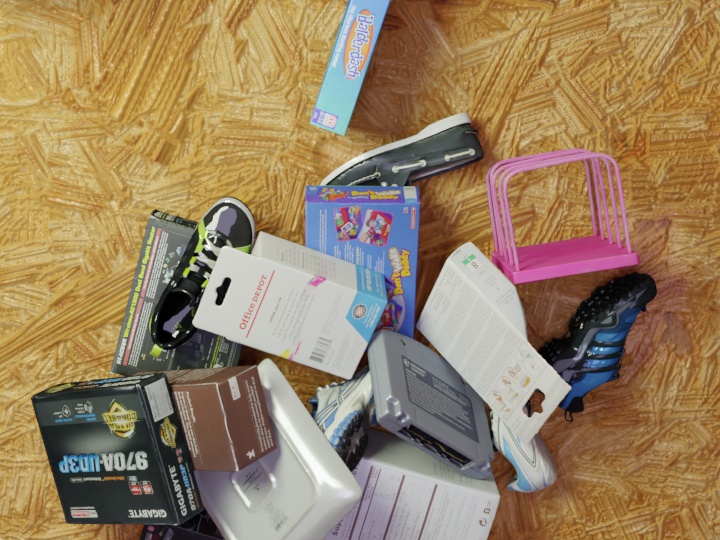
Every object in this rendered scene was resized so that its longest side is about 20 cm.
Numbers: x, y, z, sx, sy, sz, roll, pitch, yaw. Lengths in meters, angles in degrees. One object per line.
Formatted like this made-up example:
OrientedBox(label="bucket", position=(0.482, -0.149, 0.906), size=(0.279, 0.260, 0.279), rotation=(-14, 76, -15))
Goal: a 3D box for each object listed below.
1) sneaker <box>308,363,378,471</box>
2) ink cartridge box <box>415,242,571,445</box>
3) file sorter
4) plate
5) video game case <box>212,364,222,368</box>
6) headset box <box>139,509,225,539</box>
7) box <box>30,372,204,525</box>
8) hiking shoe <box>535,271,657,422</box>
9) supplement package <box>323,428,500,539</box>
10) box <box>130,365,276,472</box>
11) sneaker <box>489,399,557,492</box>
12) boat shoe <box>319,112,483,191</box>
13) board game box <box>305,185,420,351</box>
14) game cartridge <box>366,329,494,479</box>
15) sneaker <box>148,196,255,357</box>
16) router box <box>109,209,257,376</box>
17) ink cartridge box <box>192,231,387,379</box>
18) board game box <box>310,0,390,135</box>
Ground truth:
OrientedBox(label="sneaker", position=(-0.017, 0.156, 1.487), size=(0.084, 0.200, 0.078), rotation=(6, 119, 26))
OrientedBox(label="ink cartridge box", position=(0.159, 0.086, 1.452), size=(0.050, 0.162, 0.200), rotation=(-37, 73, -29))
OrientedBox(label="file sorter", position=(0.221, -0.069, 1.437), size=(0.137, 0.200, 0.127), rotation=(-9, 97, 0))
OrientedBox(label="plate", position=(-0.115, 0.239, 1.433), size=(0.200, 0.032, 0.201), rotation=(-49, 65, 24))
OrientedBox(label="video game case", position=(-0.164, 0.231, 1.530), size=(0.181, 0.022, 0.200), rotation=(38, 114, -15))
OrientedBox(label="headset box", position=(-0.177, 0.364, 1.546), size=(0.197, 0.078, 0.150), rotation=(18, 118, -3))
OrientedBox(label="box", position=(-0.276, 0.203, 1.411), size=(0.198, 0.046, 0.161), rotation=(-8, 99, 39))
OrientedBox(label="hiking shoe", position=(0.295, 0.088, 1.536), size=(0.086, 0.075, 0.200), rotation=(39, 107, -15))
OrientedBox(label="supplement package", position=(0.055, 0.280, 1.534), size=(0.197, 0.117, 0.119), rotation=(17, 102, -4))
OrientedBox(label="box", position=(-0.197, 0.166, 1.415), size=(0.198, 0.075, 0.102), rotation=(-5, 101, 40))
OrientedBox(label="sneaker", position=(0.182, 0.179, 1.545), size=(0.072, 0.072, 0.203), rotation=(-18, 97, 12))
OrientedBox(label="boat shoe", position=(0.049, -0.120, 1.481), size=(0.198, 0.076, 0.061), rotation=(-25, 83, 4))
OrientedBox(label="board game box", position=(0.000, 0.000, 1.488), size=(0.132, 0.045, 0.203), rotation=(1, 119, -2))
OrientedBox(label="game cartridge", position=(0.082, 0.153, 1.481), size=(0.041, 0.134, 0.199), rotation=(-30, 134, 29))
OrientedBox(label="sneaker", position=(-0.180, 0.013, 1.434), size=(0.071, 0.083, 0.202), rotation=(28, 98, -7))
OrientedBox(label="router box", position=(-0.204, 0.044, 1.513), size=(0.148, 0.062, 0.203), rotation=(16, 99, -5))
OrientedBox(label="ink cartridge box", position=(-0.081, 0.034, 1.439), size=(0.198, 0.068, 0.116), rotation=(19, 116, -13))
OrientedBox(label="board game box", position=(-0.006, -0.259, 1.420), size=(0.044, 0.152, 0.203), rotation=(19, 100, -5))
